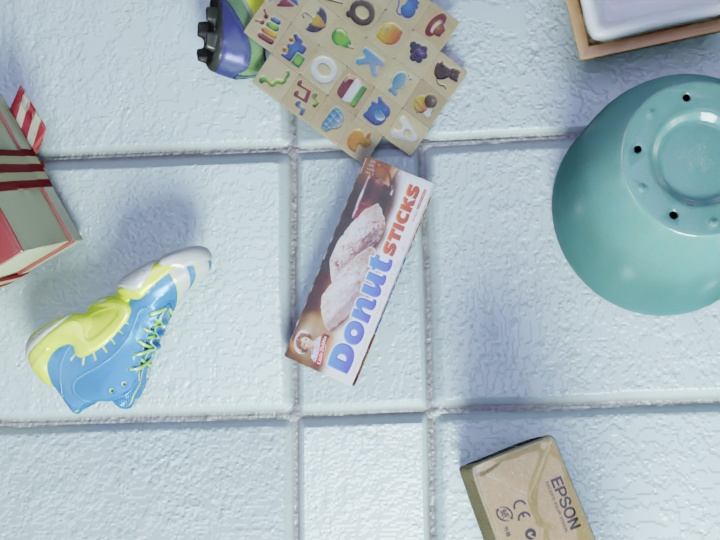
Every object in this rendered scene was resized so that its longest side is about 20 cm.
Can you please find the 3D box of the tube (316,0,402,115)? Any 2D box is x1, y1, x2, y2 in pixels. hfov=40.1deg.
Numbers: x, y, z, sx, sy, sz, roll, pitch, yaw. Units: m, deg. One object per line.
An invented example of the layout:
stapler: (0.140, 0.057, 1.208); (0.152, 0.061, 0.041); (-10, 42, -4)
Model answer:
tube: (-0.023, -0.257, 0.964); (0.057, 0.052, 0.204); (-21, 83, 37)

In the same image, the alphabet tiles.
alphabet tiles: (-0.004, -0.208, 0.943); (0.198, 0.006, 0.168); (35, 86, -6)

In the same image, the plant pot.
plant pot: (0.270, -0.073, 0.845); (0.196, 0.161, 0.205); (-1, 80, 6)

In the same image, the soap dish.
soap dish: (0.258, -0.301, 0.927); (0.154, 0.081, 0.204); (-11, 79, 3)

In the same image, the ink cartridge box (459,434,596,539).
ink cartridge box: (0.150, 0.242, 0.797); (0.074, 0.165, 0.203); (-21, 79, -1)

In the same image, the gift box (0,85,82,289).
gift box: (-0.374, -0.070, 0.889); (0.182, 0.187, 0.203); (-24, 94, 2)

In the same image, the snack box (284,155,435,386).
snack box: (0.000, 0.000, 0.921); (0.071, 0.024, 0.203); (22, 86, 8)

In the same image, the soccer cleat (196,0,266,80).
soccer cleat: (-0.112, -0.283, 0.979); (0.082, 0.065, 0.205); (10, 75, -23)

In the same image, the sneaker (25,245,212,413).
sneaker: (-0.207, 0.062, 0.918); (0.198, 0.076, 0.106); (-30, 90, 7)
